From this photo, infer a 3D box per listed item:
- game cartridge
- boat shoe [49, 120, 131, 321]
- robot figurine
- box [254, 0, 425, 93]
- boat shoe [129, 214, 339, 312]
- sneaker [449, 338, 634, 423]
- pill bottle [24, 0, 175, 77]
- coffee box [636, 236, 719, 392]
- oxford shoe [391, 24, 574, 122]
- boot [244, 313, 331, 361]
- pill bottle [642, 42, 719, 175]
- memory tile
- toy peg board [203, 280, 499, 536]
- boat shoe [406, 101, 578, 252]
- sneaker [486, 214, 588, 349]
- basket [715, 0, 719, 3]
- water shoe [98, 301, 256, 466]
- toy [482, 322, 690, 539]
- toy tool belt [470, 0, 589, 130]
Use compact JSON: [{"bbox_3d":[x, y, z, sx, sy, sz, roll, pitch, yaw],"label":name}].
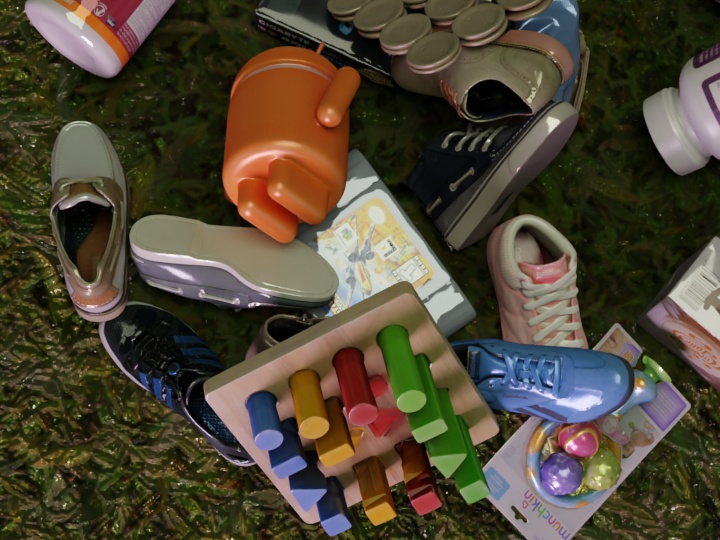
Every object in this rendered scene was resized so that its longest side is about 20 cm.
[{"bbox_3d":[0.000,0.000,1.527,0.133,0.042,0.200,-34,82,-15],"label":"game cartridge"},{"bbox_3d":[-0.249,-0.057,1.492,0.074,0.068,0.201,-12,66,-5],"label":"boat shoe"},{"bbox_3d":[-0.066,-0.125,1.491,0.116,0.144,0.201,6,51,-6],"label":"robot figurine"},{"bbox_3d":[0.007,-0.296,1.588,0.158,0.046,0.201,25,77,1],"label":"box"},{"bbox_3d":[-0.117,0.002,1.495,0.199,0.062,0.073,14,45,6],"label":"boat shoe"},{"bbox_3d":[0.144,0.095,1.441,0.199,0.078,0.066,2,79,37],"label":"sneaker"},{"bbox_3d":[-0.218,-0.291,1.538,0.109,0.110,0.200,35,77,4],"label":"pill bottle"},{"bbox_3d":[0.367,0.072,1.497,0.200,0.114,0.080,40,77,4],"label":"coffee box"},{"bbox_3d":[0.094,-0.174,1.459,0.071,0.199,0.074,52,59,-33],"label":"oxford shoe"},{"bbox_3d":[-0.005,0.101,1.443,0.199,0.147,0.071,4,51,-1],"label":"boot"},{"bbox_3d":[0.371,-0.169,1.517,0.199,0.112,0.113,-27,78,27],"label":"pill bottle"},{"bbox_3d":[0.071,-0.249,1.486,0.153,0.017,0.200,-34,39,-11],"label":"memory tile"},{"bbox_3d":[0.003,0.144,1.377,0.198,0.200,0.098,-27,39,8],"label":"toy peg board"},{"bbox_3d":[0.113,-0.108,1.487,0.075,0.200,0.093,-25,70,-47],"label":"boat shoe"},{"bbox_3d":[0.170,0.041,1.495,0.075,0.105,0.201,-16,80,-9],"label":"sneaker"},{"bbox_3d":[0.399,-0.332,1.578,0.199,0.139,0.177,24,77,10],"label":"basket"},{"bbox_3d":[-0.155,0.094,1.470,0.200,0.079,0.072,40,77,5],"label":"water shoe"},{"bbox_3d":[0.211,0.160,1.476,0.200,0.047,0.115,-47,107,-11],"label":"toy"},{"bbox_3d":[0.163,-0.226,1.545,0.124,0.123,0.201,7,76,-3],"label":"toy tool belt"}]
